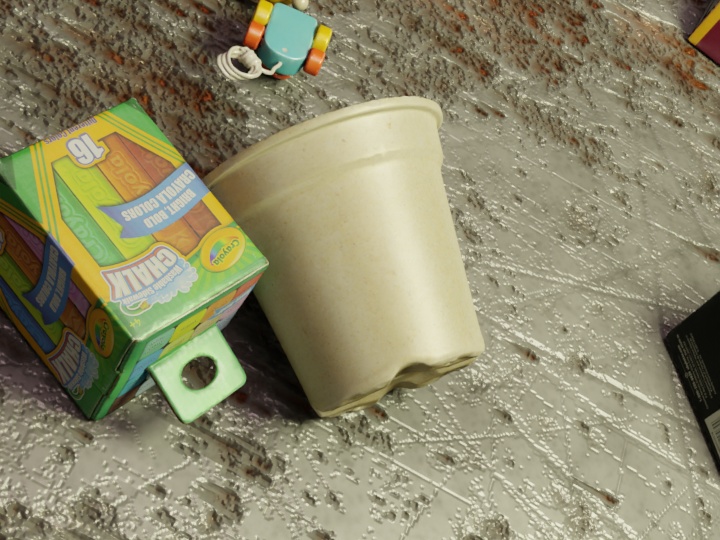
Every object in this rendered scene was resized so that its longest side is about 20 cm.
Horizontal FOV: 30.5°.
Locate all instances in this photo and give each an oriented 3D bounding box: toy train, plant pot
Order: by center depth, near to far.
[{"bbox_3d":[0.000,0.000,0.970,0.200,0.200,0.184,-14,77,-34],"label":"plant pot"},{"bbox_3d":[-0.112,-0.229,1.140,0.150,0.056,0.201,-13,63,-32],"label":"toy train"}]

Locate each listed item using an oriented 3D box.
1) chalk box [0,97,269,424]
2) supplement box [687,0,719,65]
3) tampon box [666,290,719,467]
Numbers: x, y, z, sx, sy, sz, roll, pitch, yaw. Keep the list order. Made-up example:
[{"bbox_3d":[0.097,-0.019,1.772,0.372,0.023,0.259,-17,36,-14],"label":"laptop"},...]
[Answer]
[{"bbox_3d":[-0.157,0.009,0.908,0.200,0.124,0.125,49,51,9],"label":"chalk box"},{"bbox_3d":[0.470,-0.242,1.430,0.200,0.086,0.110,38,49,0],"label":"supplement box"},{"bbox_3d":[0.401,0.085,1.149,0.199,0.126,0.151,-1,61,-29],"label":"tampon box"}]
